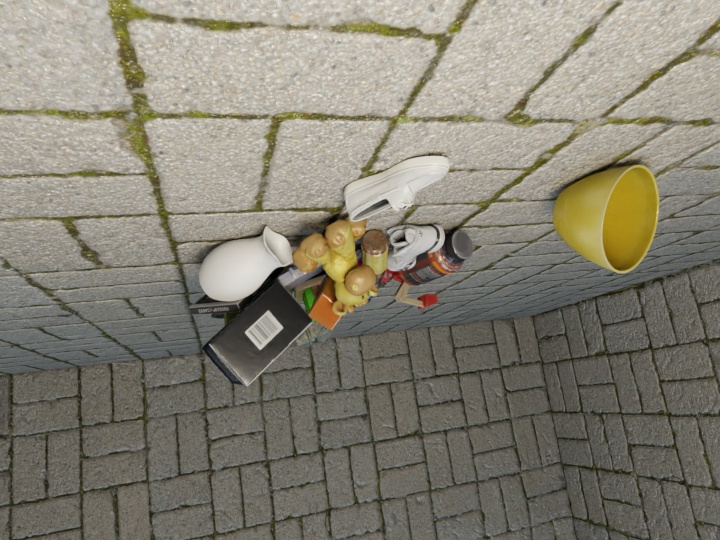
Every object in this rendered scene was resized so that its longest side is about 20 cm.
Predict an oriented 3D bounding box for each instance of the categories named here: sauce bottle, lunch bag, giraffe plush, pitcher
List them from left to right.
[{"bbox_3d":[-0.231,-0.010,1.127,0.198,0.123,0.171,-25,162,21],"label":"pitcher"},{"bbox_3d":[-0.194,0.235,2.182,0.166,0.141,0.200,-25,167,0],"label":"lunch bag"},{"bbox_3d":[-0.034,0.000,1.076,0.171,0.164,0.200,-29,174,-11],"label":"giraffe plush"},{"bbox_3d":[0.033,-0.021,1.254,0.065,0.067,0.201,-7,153,-4],"label":"sauce bottle"}]

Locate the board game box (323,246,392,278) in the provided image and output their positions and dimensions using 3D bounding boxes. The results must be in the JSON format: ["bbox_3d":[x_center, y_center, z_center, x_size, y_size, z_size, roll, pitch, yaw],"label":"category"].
[{"bbox_3d":[0.000,0.000,1.366,0.156,0.039,0.200,-4,154,-42],"label":"board game box"}]

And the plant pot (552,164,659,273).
[{"bbox_3d":[0.471,-0.108,1.034,0.197,0.204,0.141,1,-169,-35],"label":"plant pot"}]

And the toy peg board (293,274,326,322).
[{"bbox_3d":[-0.089,0.077,1.541,0.196,0.099,0.200,-18,170,-11],"label":"toy peg board"}]

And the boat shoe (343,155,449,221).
[{"bbox_3d":[0.059,-0.132,0.873,0.197,0.070,0.072,-14,166,24],"label":"boat shoe"}]

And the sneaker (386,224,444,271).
[{"bbox_3d":[0.096,-0.055,1.229,0.114,0.076,0.199,2,158,-36],"label":"sneaker"}]

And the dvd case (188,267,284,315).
[{"bbox_3d":[-0.289,0.042,1.238,0.148,0.025,0.200,-6,-157,27],"label":"dvd case"}]

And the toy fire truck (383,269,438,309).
[{"bbox_3d":[0.122,0.039,1.491,0.197,0.144,0.049,-1,166,-30],"label":"toy fire truck"}]

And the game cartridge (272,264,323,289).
[{"bbox_3d":[-0.116,-0.008,1.229,0.198,0.039,0.130,-31,172,-24],"label":"game cartridge"}]

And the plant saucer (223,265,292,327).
[{"bbox_3d":[-0.273,0.091,1.338,0.196,0.203,0.048,-11,164,13],"label":"plant saucer"}]

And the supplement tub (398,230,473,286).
[{"bbox_3d":[0.185,-0.034,1.295,0.106,0.109,0.199,1,165,-35],"label":"supplement tub"}]

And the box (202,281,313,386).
[{"bbox_3d":[-0.234,0.145,1.165,0.200,0.124,0.196,-44,-174,-23],"label":"box"}]

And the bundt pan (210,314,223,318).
[{"bbox_3d":[-0.351,0.095,1.570,0.198,0.077,0.202,-7,172,-1],"label":"bundt pan"}]

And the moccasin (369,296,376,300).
[{"bbox_3d":[0.018,0.073,1.719,0.079,0.069,0.200,-21,171,-3],"label":"moccasin"}]

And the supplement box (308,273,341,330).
[{"bbox_3d":[-0.061,0.053,1.193,0.069,0.066,0.200,-55,-173,22],"label":"supplement box"}]
